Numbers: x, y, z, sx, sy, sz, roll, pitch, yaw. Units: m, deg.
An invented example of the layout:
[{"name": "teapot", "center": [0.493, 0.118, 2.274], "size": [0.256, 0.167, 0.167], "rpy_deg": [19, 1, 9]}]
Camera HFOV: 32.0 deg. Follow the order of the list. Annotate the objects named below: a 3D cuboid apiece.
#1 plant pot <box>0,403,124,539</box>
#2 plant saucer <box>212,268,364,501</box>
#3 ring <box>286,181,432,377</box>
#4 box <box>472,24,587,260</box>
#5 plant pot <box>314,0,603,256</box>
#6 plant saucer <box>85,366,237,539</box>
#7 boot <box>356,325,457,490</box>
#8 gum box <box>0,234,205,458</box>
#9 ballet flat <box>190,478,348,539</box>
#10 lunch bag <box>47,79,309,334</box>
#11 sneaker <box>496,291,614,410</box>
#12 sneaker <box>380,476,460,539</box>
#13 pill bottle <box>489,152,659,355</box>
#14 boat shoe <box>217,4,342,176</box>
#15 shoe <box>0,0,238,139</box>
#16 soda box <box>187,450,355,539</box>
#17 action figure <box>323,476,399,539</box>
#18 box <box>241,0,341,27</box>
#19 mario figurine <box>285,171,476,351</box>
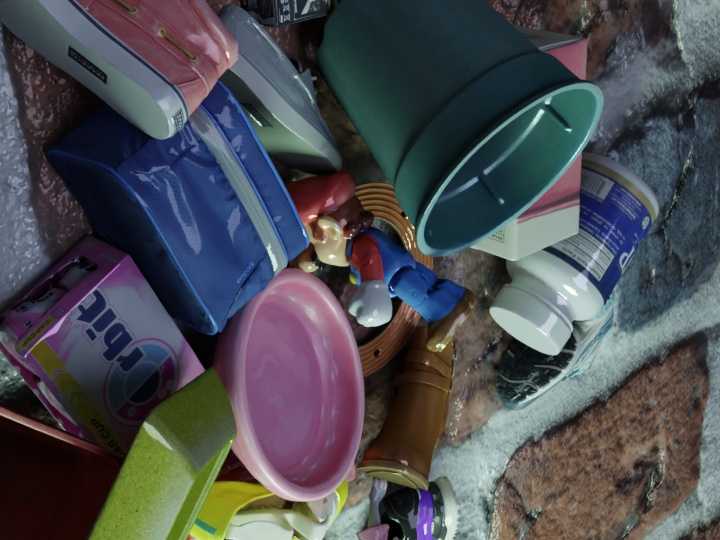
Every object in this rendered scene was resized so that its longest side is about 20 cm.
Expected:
[{"name": "plant pot", "center": [-0.320, 0.159, 0.863], "size": [0.199, 0.175, 0.202], "rpy_deg": [34, 82, -45]}, {"name": "plant saucer", "center": [-0.066, 0.102, 1.109], "size": [0.200, 0.050, 0.204], "rpy_deg": [23, 63, -55]}, {"name": "ring", "center": [-0.003, 0.012, 1.229], "size": [0.199, 0.019, 0.204], "rpy_deg": [-17, 115, -39]}, {"name": "box", "center": [0.141, -0.131, 1.238], "size": [0.108, 0.127, 0.203], "rpy_deg": [-21, 119, -39]}, {"name": "plant pot", "center": [0.073, -0.154, 1.084], "size": [0.199, 0.197, 0.201], "rpy_deg": [-32, 158, -14]}, {"name": "plant saucer", "center": [-0.155, 0.186, 0.941], "size": [0.202, 0.047, 0.200], "rpy_deg": [-64, 176, 7]}, {"name": "boot", "center": [0.053, 0.132, 1.254], "size": [0.200, 0.073, 0.157], "rpy_deg": [44, 61, -83]}, {"name": "gum box", "center": [-0.203, 0.079, 1.024], "size": [0.114, 0.066, 0.201], "rpy_deg": [-46, 132, -23]}, {"name": "ballet flat", "center": [-0.069, 0.219, 1.117], "size": [0.198, 0.067, 0.068], "rpy_deg": [6, 104, -46]}, {"name": "lunch bag", "center": [-0.138, -0.069, 0.985], "size": [0.132, 0.135, 0.201], "rpy_deg": [-44, 130, -23]}, {"name": "sneaker", "center": [0.236, 0.100, 1.456], "size": [0.200, 0.077, 0.087], "rpy_deg": [-44, 134, -24]}, {"name": "sneaker", "center": [0.044, 0.311, 1.358], "size": [0.098, 0.070, 0.203], "rpy_deg": [-7, 122, -20]}, {"name": "pill bottle", "center": [0.229, -0.016, 1.373], "size": [0.201, 0.119, 0.120], "rpy_deg": [-56, 135, -12]}, {"name": "boat shoe", "center": [-0.066, -0.150, 1.070], "size": [0.201, 0.069, 0.072], "rpy_deg": [44, 62, -50]}, {"name": "shoe", "center": [-0.183, -0.188, 0.892], "size": [0.199, 0.072, 0.091], "rpy_deg": [39, 62, 0]}, {"name": "soda box", "center": [-0.097, 0.192, 1.174], "size": [0.198, 0.063, 0.071], "rpy_deg": [-21, 119, -37]}, {"name": "action figure", "center": [-0.020, 0.295, 1.221], "size": [0.197, 0.150, 0.135], "rpy_deg": [6, 122, -17]}, {"name": "box", "center": [-0.032, -0.321, 1.054], "size": [0.156, 0.049, 0.203], "rpy_deg": [-23, 120, -37]}, {"name": "mario figurine", "center": [0.000, 0.000, 1.111], "size": [0.106, 0.199, 0.124], "rpy_deg": [-50, 176, -19]}]
